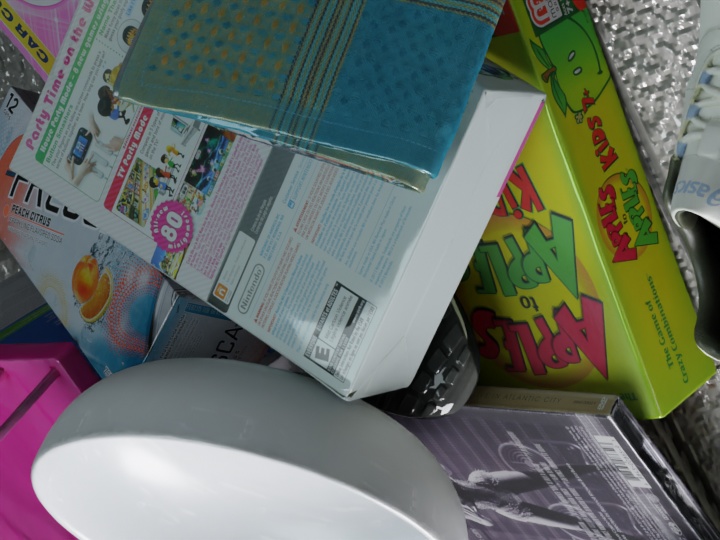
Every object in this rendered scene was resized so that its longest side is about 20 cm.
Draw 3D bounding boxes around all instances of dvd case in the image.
[{"bbox_3d":[0.071,0.101,1.180,0.199,0.016,0.149,1,141,42],"label":"dvd case"}]

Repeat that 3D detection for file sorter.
[{"bbox_3d":[-0.198,0.130,1.262,0.199,0.126,0.139,-4,128,50],"label":"file sorter"}]

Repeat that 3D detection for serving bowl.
[{"bbox_3d":[-0.043,0.091,1.135,0.199,0.066,0.200,12,153,6],"label":"serving bowl"}]

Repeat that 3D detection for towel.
[{"bbox_3d":[-0.001,-0.140,1.029,0.146,0.201,0.022,18,169,22],"label":"towel"}]

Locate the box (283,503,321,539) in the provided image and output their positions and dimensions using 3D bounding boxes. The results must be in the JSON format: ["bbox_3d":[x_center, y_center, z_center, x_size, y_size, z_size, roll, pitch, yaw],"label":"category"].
[{"bbox_3d":[-0.060,0.212,1.273,0.142,0.036,0.202,-4,89,46],"label":"box"}]

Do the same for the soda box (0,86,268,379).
[{"bbox_3d":[-0.119,-0.011,1.238,0.200,0.068,0.064,47,116,44],"label":"soda box"}]

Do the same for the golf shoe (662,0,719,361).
[{"bbox_3d":[0.157,-0.057,0.988,0.078,0.097,0.201,9,118,42],"label":"golf shoe"}]

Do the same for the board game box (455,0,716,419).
[{"bbox_3d":[0.074,-0.032,1.118,0.101,0.048,0.201,-8,108,45],"label":"board game box"}]

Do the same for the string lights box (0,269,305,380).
[{"bbox_3d":[-0.127,0.056,1.321,0.199,0.103,0.059,15,122,38],"label":"string lights box"}]

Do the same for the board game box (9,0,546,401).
[{"bbox_3d":[-0.039,-0.060,1.090,0.199,0.064,0.148,34,109,23],"label":"board game box"}]

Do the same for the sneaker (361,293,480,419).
[{"bbox_3d":[0.000,0.000,1.174,0.200,0.087,0.076,42,105,36],"label":"sneaker"}]

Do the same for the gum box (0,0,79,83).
[{"bbox_3d":[-0.145,-0.175,1.224,0.200,0.066,0.114,49,136,10],"label":"gum box"}]
